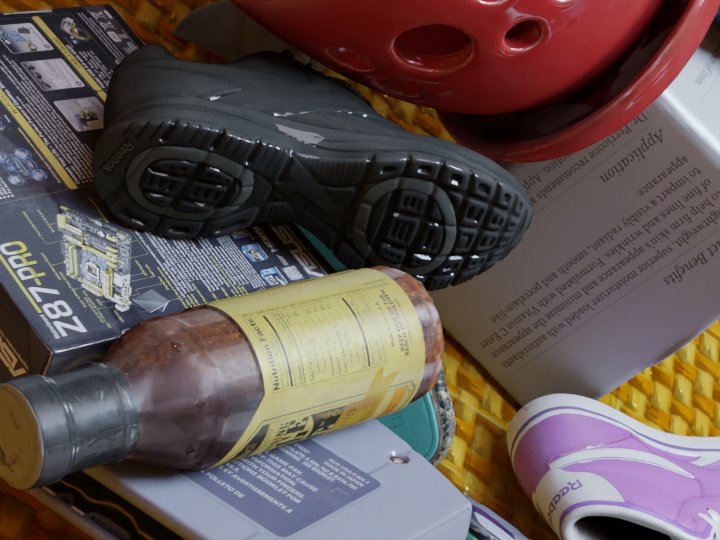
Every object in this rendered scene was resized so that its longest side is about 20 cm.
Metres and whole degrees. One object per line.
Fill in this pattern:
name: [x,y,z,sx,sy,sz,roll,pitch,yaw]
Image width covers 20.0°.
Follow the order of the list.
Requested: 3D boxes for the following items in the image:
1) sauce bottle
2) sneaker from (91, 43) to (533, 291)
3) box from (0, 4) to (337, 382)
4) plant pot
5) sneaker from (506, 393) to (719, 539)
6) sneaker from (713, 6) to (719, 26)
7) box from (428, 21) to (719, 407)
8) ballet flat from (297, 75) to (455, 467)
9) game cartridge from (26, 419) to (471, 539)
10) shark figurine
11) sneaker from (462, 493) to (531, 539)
sauce bottle: [-0.055,0.044,0.804,0.200,0.066,0.066,-13,70,-40]
sneaker: [-0.017,-0.054,0.880,0.200,0.076,0.091,15,39,-22]
box: [-0.125,-0.034,0.885,0.161,0.049,0.200,-12,52,-45]
plant pot: [0.056,-0.163,0.915,0.182,0.200,0.201,30,43,-35]
sneaker: [0.173,0.136,1.031,0.200,0.073,0.114,14,24,-22]
sneaker: [0.216,-0.178,1.020,0.146,0.077,0.203,35,43,-21]
box: [0.151,-0.054,1.080,0.131,0.199,0.200,45,40,-7]
ballet flat: [0.000,0.000,0.973,0.075,0.068,0.200,-76,152,-73]
game cartridge: [-0.060,0.077,0.844,0.200,0.041,0.133,29,34,29]
shark figurine: [-0.060,-0.099,1.039,0.089,0.128,0.215,16,73,7]
sneaker: [0.087,0.167,0.967,0.200,0.074,0.088,51,28,-16]
